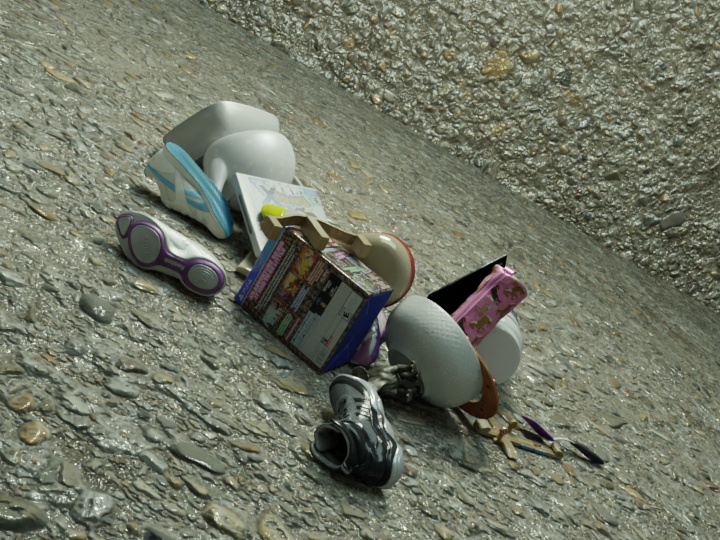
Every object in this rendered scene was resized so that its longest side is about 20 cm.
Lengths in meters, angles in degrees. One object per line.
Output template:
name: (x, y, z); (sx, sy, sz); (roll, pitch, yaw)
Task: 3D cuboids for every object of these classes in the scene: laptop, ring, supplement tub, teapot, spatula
laptop: (0.166, 0.034, 1.767); (0.177, 0.104, 0.200); (-25, 20, -18)
ring: (0.165, 0.163, 1.583); (0.019, 0.201, 0.200); (-33, 58, -24)
supplement tub: (0.242, 0.125, 1.823); (0.140, 0.141, 0.200); (30, 19, -6)
teapot: (-0.211, -0.178, 1.860); (0.197, 0.199, 0.147); (98, -21, -75)
spatula: (0.379, 0.317, 1.731); (0.199, 0.021, 0.056); (28, -6, -22)

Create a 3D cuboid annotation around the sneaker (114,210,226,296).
sneaker: (-0.301, -0.025, 1.491); (0.200, 0.075, 0.100); (35, 5, -6)

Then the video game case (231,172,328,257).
video game case: (-0.136, -0.092, 1.756); (0.199, 0.022, 0.183); (9, 51, -43)

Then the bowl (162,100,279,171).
bowl: (-0.280, -0.261, 1.928); (0.200, 0.199, 0.075); (10, 61, -53)

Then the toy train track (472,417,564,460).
toy train track: (0.285, 0.292, 1.648); (0.199, 0.033, 0.115); (23, 21, -28)

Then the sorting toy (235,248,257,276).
sorting toy: (-0.120, 0.009, 1.708); (0.185, 0.037, 0.200); (31, 19, -2)

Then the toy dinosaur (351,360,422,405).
toy dinosaur: (0.042, 0.177, 1.483); (0.102, 0.078, 0.200); (3, -3, 17)

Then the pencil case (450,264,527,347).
pencil case: (0.207, 0.079, 1.672); (0.083, 0.200, 0.087); (46, -4, -3)

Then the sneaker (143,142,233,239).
sneaker: (-0.310, -0.134, 1.715); (0.200, 0.081, 0.077); (52, 17, -3)

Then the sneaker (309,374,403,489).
sneaker: (-0.021, 0.212, 1.301); (0.113, 0.076, 0.200); (19, 27, -38)

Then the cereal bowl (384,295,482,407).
cereal bowl: (0.106, 0.147, 1.552); (0.083, 0.201, 0.200); (-34, 59, -24)

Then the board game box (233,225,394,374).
board game box: (-0.076, 0.038, 1.518); (0.200, 0.160, 0.097); (39, 20, 18)

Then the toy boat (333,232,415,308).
toy boat: (0.000, 0.000, 1.614); (0.199, 0.131, 0.131); (-5, 5, 21)

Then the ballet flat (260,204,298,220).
ballet flat: (-0.096, -0.056, 1.688); (0.200, 0.067, 0.067); (50, 35, 3)

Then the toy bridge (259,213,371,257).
toy bridge: (-0.072, -0.060, 1.476); (0.199, 0.027, 0.067); (10, 29, -39)

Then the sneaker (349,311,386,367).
sneaker: (0.015, 0.106, 1.633); (0.088, 0.080, 0.200); (44, 17, -25)
